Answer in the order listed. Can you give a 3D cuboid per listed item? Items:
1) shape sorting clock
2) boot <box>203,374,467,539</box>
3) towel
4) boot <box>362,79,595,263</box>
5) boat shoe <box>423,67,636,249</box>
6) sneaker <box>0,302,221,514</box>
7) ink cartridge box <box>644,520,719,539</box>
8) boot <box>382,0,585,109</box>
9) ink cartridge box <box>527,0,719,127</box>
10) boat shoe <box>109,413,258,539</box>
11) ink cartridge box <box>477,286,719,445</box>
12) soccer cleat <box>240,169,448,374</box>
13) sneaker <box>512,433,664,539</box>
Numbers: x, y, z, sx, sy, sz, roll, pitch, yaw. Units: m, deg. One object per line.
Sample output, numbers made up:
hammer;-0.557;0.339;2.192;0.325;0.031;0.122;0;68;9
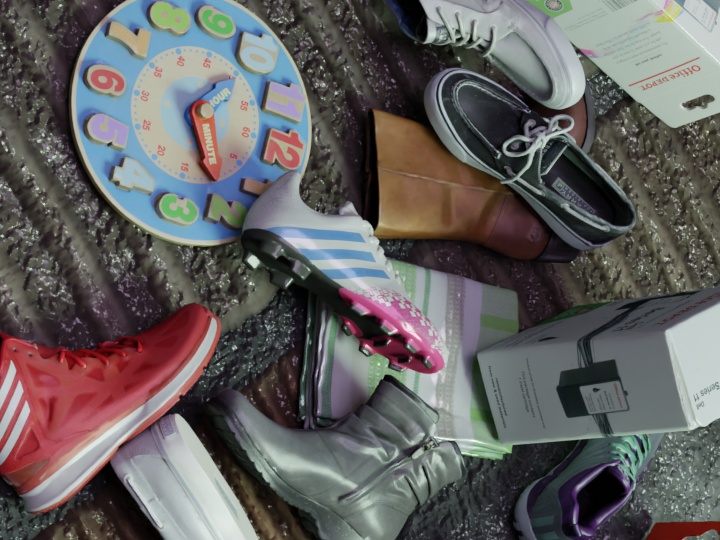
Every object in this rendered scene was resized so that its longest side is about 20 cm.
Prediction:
shape sorting clock;-0.125;-0.118;1.425;0.199;0.039;0.202;6;78;-32
boot;-0.018;0.124;1.417;0.132;0.070;0.200;-47;120;-9
towel;0.045;0.067;1.507;0.199;0.031;0.150;12;76;-31
boot;0.092;-0.106;1.563;0.199;0.068;0.190;9;84;-23
boat shoe;0.139;-0.093;1.507;0.199;0.068;0.074;46;68;-7
sneaker;-0.194;0.066;1.328;0.116;0.078;0.200;52;58;-16
ink cartridge box;0.229;0.256;1.514;0.200;0.160;0.047;-46;107;-30
boot;0.087;-0.195;1.526;0.095;0.074;0.200;-29;68;-35
ink cartridge box;0.251;-0.219;1.635;0.200;0.117;0.068;39;61;-21
boat shoe;-0.116;0.199;1.361;0.068;0.072;0.201;-26;120;3
ink cartridge box;0.217;0.075;1.499;0.146;0.199;0.084;-21;98;-44
soccer cleat;0.000;0.000;1.433;0.200;0.070;0.087;37;63;-21
sneaker;0.217;0.164;1.565;0.200;0.087;0.075;-45;106;-29
